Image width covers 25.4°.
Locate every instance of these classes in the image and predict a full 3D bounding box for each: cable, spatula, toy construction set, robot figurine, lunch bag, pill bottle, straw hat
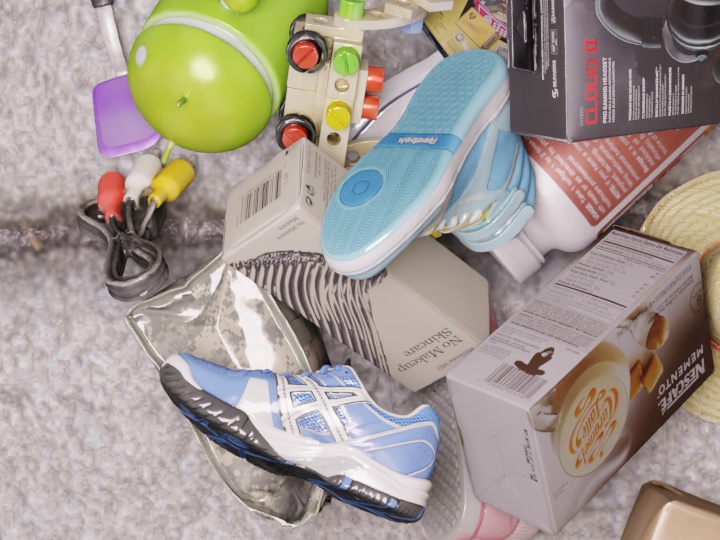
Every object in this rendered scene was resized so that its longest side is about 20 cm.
[{"bbox_3d":[-0.176,-0.036,1.175,0.096,0.200,0.051,-10,112,6],"label":"cable"},{"bbox_3d":[-0.196,-0.191,1.250,0.056,0.021,0.203,-12,89,4],"label":"spatula"},{"bbox_3d":[0.008,-0.123,1.130,0.129,0.092,0.203,8,105,-3],"label":"toy construction set"},{"bbox_3d":[-0.097,-0.171,1.176,0.115,0.176,0.201,25,58,2],"label":"robot figurine"},{"bbox_3d":[-0.069,0.085,1.175,0.117,0.164,0.201,-30,90,6],"label":"lunch bag"},{"bbox_3d":[0.164,-0.089,1.191,0.200,0.112,0.112,-43,89,2],"label":"pill bottle"},{"bbox_3d":[0.295,0.023,1.200,0.198,0.085,0.204,0,90,2],"label":"straw hat"}]

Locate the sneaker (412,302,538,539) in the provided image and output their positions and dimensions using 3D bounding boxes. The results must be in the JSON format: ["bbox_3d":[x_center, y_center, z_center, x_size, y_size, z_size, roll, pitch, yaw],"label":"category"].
[{"bbox_3d":[0.100,0.113,1.215,0.104,0.075,0.203,13,67,-32],"label":"sneaker"}]

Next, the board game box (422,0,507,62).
[{"bbox_3d":[0.098,-0.224,1.187,0.135,0.035,0.201,-34,61,3],"label":"board game box"}]

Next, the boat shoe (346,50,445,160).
[{"bbox_3d":[0.054,-0.117,1.208,0.199,0.074,0.067,-40,70,2],"label":"boat shoe"}]

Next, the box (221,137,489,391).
[{"bbox_3d":[0.000,0.000,1.118,0.082,0.069,0.199,-32,128,32],"label":"box"}]

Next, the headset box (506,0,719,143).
[{"bbox_3d":[0.181,-0.169,1.058,0.198,0.077,0.151,-8,103,-26],"label":"headset box"}]

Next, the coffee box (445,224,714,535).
[{"bbox_3d":[0.161,0.074,1.135,0.199,0.079,0.115,-38,129,-32],"label":"coffee box"}]

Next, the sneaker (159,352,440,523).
[{"bbox_3d":[-0.039,0.097,1.064,0.198,0.076,0.078,24,74,3],"label":"sneaker"}]

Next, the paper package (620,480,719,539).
[{"bbox_3d":[0.269,0.285,1.195,0.189,0.103,0.202,20,91,1],"label":"paper package"}]

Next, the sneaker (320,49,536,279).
[{"bbox_3d":[0.058,-0.039,1.079,0.079,0.131,0.201,13,54,40],"label":"sneaker"}]
